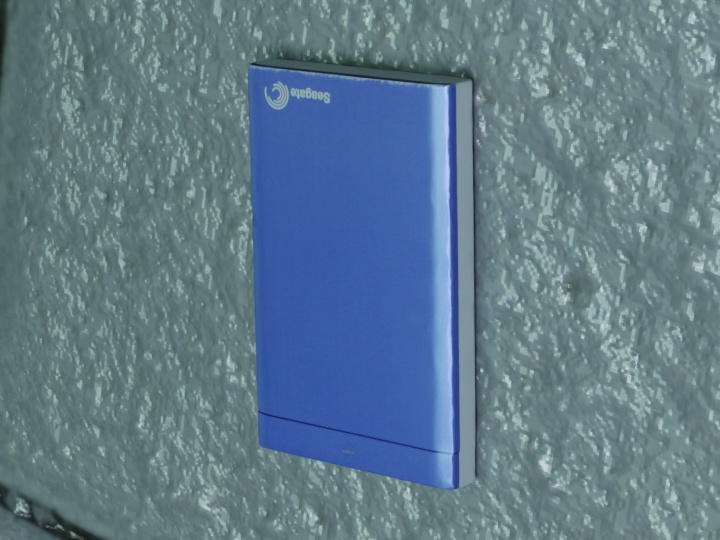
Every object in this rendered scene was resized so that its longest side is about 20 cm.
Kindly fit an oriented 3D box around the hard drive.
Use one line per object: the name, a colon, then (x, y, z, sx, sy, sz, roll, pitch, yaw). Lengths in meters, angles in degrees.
hard drive: (0.000, 0.000, 1.296, 0.131, 0.025, 0.202, 9, 106, 39)
